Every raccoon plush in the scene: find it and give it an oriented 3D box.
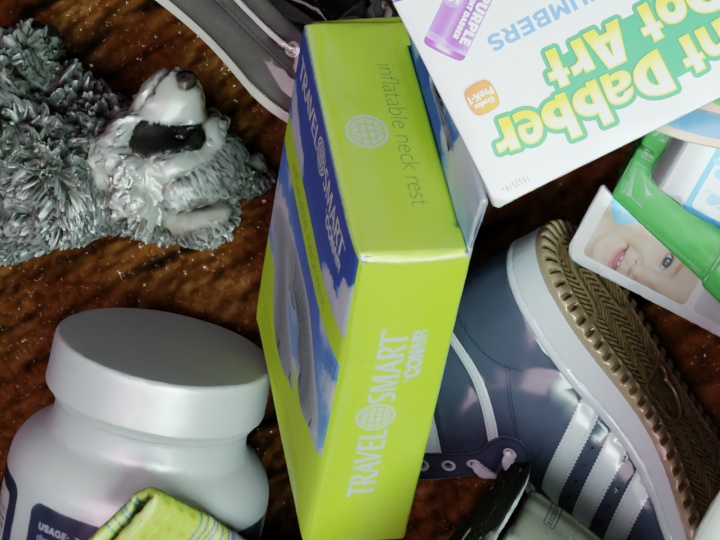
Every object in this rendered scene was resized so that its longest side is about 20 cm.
[{"bbox_3d":[-0.123,-0.022,1.050,0.134,0.097,0.200,30,141,-1],"label":"raccoon plush"}]

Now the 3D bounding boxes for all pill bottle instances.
[{"bbox_3d":[-0.103,0.124,1.039,0.116,0.116,0.200,18,109,16],"label":"pill bottle"}]

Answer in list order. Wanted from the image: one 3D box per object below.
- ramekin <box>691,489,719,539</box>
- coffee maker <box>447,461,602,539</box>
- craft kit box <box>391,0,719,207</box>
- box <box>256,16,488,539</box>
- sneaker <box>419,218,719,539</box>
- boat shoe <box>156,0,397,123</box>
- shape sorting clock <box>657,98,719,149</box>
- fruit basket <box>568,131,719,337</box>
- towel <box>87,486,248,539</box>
[{"bbox_3d":[0.189,0.123,0.766,0.202,0.094,0.203,-21,56,34],"label":"ramekin"},{"bbox_3d":[0.086,0.202,0.926,0.200,0.135,0.192,37,131,3],"label":"coffee maker"},{"bbox_3d":[0.087,-0.152,0.773,0.200,0.049,0.198,-27,102,9],"label":"craft kit box"},{"bbox_3d":[0.000,0.000,0.914,0.048,0.122,0.200,-3,140,-13],"label":"box"},{"bbox_3d":[0.088,0.086,0.982,0.108,0.070,0.200,-28,95,29],"label":"sneaker"},{"bbox_3d":[-0.032,-0.112,0.980,0.200,0.067,0.057,37,129,12],"label":"boat shoe"},{"bbox_3d":[0.139,-0.141,0.824,0.200,0.039,0.200,2,98,15],"label":"shape sorting clock"},{"bbox_3d":[0.205,-0.032,0.897,0.200,0.094,0.185,32,112,8],"label":"fruit basket"},{"bbox_3d":[-0.064,0.186,1.004,0.144,0.023,0.200,-50,125,0],"label":"towel"}]
